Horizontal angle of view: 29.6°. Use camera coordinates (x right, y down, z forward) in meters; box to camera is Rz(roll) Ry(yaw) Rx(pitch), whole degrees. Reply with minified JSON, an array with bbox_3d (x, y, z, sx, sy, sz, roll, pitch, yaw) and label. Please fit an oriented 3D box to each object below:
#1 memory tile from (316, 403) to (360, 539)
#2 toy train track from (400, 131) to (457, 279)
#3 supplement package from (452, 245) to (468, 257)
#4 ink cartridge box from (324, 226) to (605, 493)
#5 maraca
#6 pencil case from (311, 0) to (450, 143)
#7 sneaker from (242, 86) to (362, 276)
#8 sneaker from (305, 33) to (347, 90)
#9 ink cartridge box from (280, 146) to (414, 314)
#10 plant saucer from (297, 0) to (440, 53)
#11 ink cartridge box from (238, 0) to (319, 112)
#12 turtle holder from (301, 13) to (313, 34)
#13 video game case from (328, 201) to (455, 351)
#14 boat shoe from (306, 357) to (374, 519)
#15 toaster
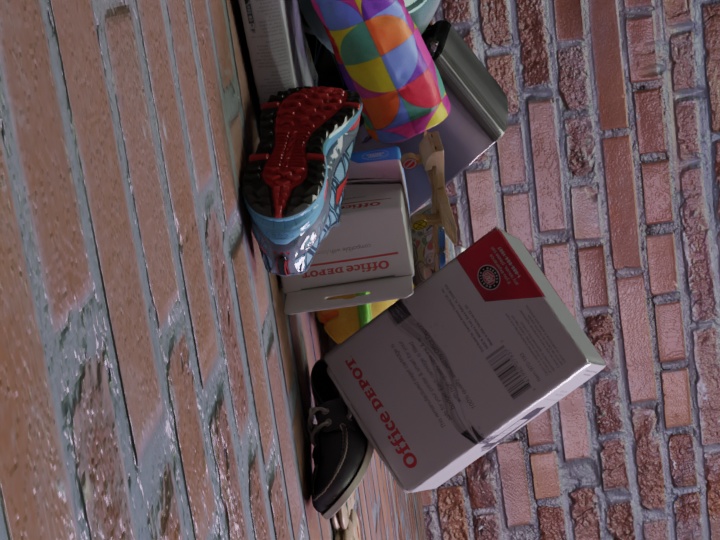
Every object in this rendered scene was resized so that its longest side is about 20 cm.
[{"bbox_3d":[-0.021,0.206,1.399,0.153,0.017,0.202,-9,92,-87],"label":"memory tile"},{"bbox_3d":[0.058,-0.043,1.214,0.201,0.032,0.115,84,-6,-51],"label":"toy train track"},{"bbox_3d":[0.080,0.057,1.516,0.199,0.119,0.122,-11,-112,50],"label":"supplement package"},{"bbox_3d":[0.090,0.082,1.205,0.146,0.200,0.083,57,14,16],"label":"ink cartridge box"},{"bbox_3d":[0.000,0.000,1.413,0.138,0.106,0.201,88,-3,-47],"label":"maraca"},{"bbox_3d":[0.008,-0.202,1.161,0.089,0.088,0.201,-92,161,-54],"label":"pencil case"},{"bbox_3d":[-0.048,-0.072,1.079,0.201,0.079,0.096,-68,162,-49],"label":"sneaker"},{"bbox_3d":[-0.049,-0.278,1.424,0.075,0.079,0.201,-86,167,-71],"label":"sneaker"},{"bbox_3d":[-0.014,-0.039,1.195,0.200,0.115,0.068,-90,171,-66],"label":"ink cartridge box"},{"bbox_3d":[0.023,-0.285,1.223,0.039,0.200,0.202,14,-60,45],"label":"plant saucer"},{"bbox_3d":[-0.072,-0.208,1.204,0.200,0.040,0.201,-92,173,-55],"label":"ink cartridge box"},{"bbox_3d":[-0.017,-0.308,1.319,0.141,0.131,0.187,11,-53,56],"label":"turtle holder"},{"bbox_3d":[0.032,0.046,1.464,0.023,0.200,0.183,14,59,-38],"label":"video game case"},{"bbox_3d":[-0.029,0.147,1.230,0.063,0.073,0.200,37,25,-13],"label":"boat shoe"},{"bbox_3d":[0.047,-0.145,1.359,0.119,0.181,0.200,46,17,-10],"label":"toaster"}]
